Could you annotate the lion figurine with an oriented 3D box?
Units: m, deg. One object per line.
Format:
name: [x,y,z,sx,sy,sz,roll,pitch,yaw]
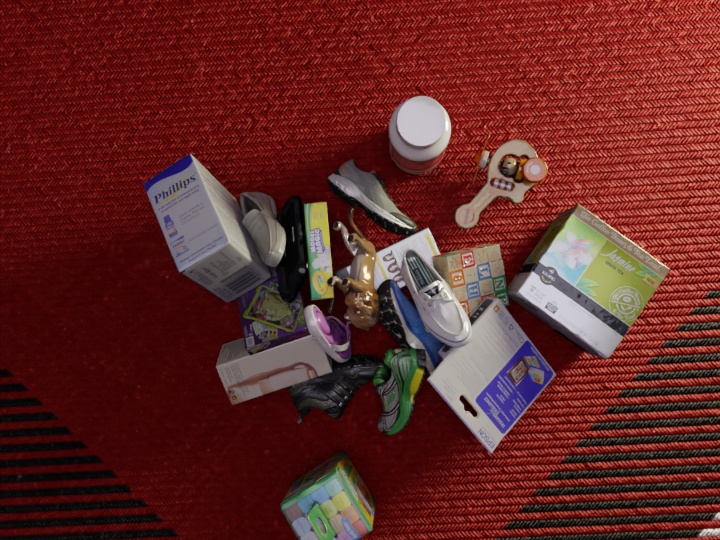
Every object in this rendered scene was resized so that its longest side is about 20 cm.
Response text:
lion figurine: [0.000,0.000,1.226,0.072,0.122,0.202,-4,67,40]

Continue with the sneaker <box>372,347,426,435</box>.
sneaker: [0.060,0.218,1.242,0.084,0.078,0.202,11,120,-3]

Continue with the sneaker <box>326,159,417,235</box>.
sneaker: [0.030,-0.140,1.280,0.199,0.074,0.080,38,82,12]

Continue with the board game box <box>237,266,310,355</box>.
board game box: [-0.169,0.052,1.256,0.119,0.032,0.201,-21,51,5]

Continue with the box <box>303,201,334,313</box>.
box: [-0.077,-0.019,1.264,0.048,0.117,0.203,-6,88,-4]

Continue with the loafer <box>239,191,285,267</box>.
loafer: [-0.185,-0.079,1.243,0.069,0.201,0.070,15,119,-29]

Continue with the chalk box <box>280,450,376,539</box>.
chalk box: [-0.056,0.426,1.207,0.123,0.200,0.126,-32,87,1]

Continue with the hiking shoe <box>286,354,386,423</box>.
hiking shoe: [-0.038,0.226,1.286,0.198,0.076,0.102,-15,99,9]

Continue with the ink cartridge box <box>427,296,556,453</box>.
ink cartridge box: [0.231,0.187,1.212,0.200,0.043,0.199,-45,107,-16]

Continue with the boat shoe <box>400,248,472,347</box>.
boat shoe: [0.124,0.047,1.187,0.073,0.067,0.201,-33,59,-7]

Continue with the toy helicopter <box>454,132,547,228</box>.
toy helicopter: [0.248,-0.166,1.277,0.132,0.079,0.200,44,94,4]

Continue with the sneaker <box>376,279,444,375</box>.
sneaker: [0.100,0.096,1.268,0.089,0.078,0.201,-40,110,-24]

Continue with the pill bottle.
pill bottle: [0.106,-0.246,1.222,0.111,0.200,0.114,0,88,3]

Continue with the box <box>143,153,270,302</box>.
box: [-0.273,-0.071,1.217,0.104,0.184,0.201,-30,66,4]

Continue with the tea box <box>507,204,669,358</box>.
tea box: [0.406,0.020,1.233,0.199,0.134,0.198,35,89,3]

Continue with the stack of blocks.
stack of blocks: [0.213,0.060,1.255,0.114,0.058,0.203,-13,96,-21]

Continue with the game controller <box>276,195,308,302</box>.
game controller: [-0.127,-0.043,1.240,0.042,0.104,0.202,17,45,-31]

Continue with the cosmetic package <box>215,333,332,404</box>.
cosmetic package: [-0.158,0.165,1.262,0.198,0.104,0.088,-18,107,3]

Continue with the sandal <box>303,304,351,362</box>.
sandal: [-0.043,0.115,1.216,0.049,0.203,0.083,-20,67,12]

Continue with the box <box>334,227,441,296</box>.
box: [0.057,-0.001,1.291,0.198,0.049,0.083,-25,88,1]
